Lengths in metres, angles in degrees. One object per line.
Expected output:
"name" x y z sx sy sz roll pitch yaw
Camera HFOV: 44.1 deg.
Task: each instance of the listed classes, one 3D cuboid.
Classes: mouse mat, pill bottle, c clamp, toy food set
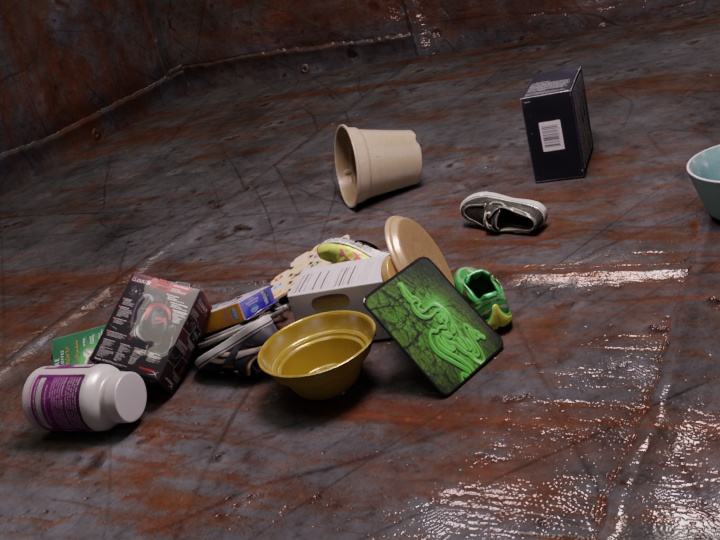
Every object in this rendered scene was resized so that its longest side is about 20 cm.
"mouse mat" 0.116 0.082 1.395 0.160 0.200 0.008 -34 -13 -35
"pill bottle" -0.467 0.217 1.514 0.197 0.114 0.112 -4 26 26
"c clamp" -0.217 0.106 1.669 0.198 0.027 0.170 -23 4 -20
"toy food set" 0.098 -0.001 1.525 0.048 0.197 0.202 -32 46 25

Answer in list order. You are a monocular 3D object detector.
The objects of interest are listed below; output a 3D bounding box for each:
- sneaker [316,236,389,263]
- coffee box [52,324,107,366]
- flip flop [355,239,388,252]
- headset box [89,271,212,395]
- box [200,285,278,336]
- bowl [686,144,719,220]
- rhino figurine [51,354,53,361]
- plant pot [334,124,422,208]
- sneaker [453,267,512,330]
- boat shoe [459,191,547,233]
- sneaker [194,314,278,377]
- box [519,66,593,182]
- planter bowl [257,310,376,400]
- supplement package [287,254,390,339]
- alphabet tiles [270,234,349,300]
"sneaker" 0.000 0.000 1.684 0.197 0.078 0.092 17 78 20
"coffee box" -0.471 0.163 1.649 0.197 0.044 0.125 -16 59 1
"flip flop" 0.004 -0.034 1.834 0.198 0.058 0.081 1 28 37
"headset box" -0.367 0.102 1.593 0.146 0.075 0.202 12 65 18
"box" -0.253 0.081 1.686 0.198 0.042 0.119 -21 5 27
"bowl" 0.694 -0.152 1.599 0.197 0.107 0.201 -13 23 5
"rhino figurine" -0.498 0.157 1.731 0.197 0.061 0.088 -2 30 25
"plant pot" 0.048 -0.266 2.190 0.180 0.204 0.201 -9 21 -15
"sneaker" 0.210 0.030 1.532 0.073 0.085 0.200 -18 23 -6
"boat shoe" 0.282 -0.116 1.825 0.198 0.072 0.063 7 30 38
"sneaker" -0.212 0.151 1.554 0.199 0.080 0.078 -30 2 40
"box" 0.453 -0.336 2.042 0.121 0.203 0.199 -5 24 24
"planter bowl" -0.060 0.150 1.438 0.197 0.085 0.201 -14 23 6
"supplement package" -0.013 0.055 1.580 0.197 0.115 0.110 -10 23 18
"alphabet tiles" -0.102 -0.002 1.816 0.194 0.015 0.201 -30 20 9
